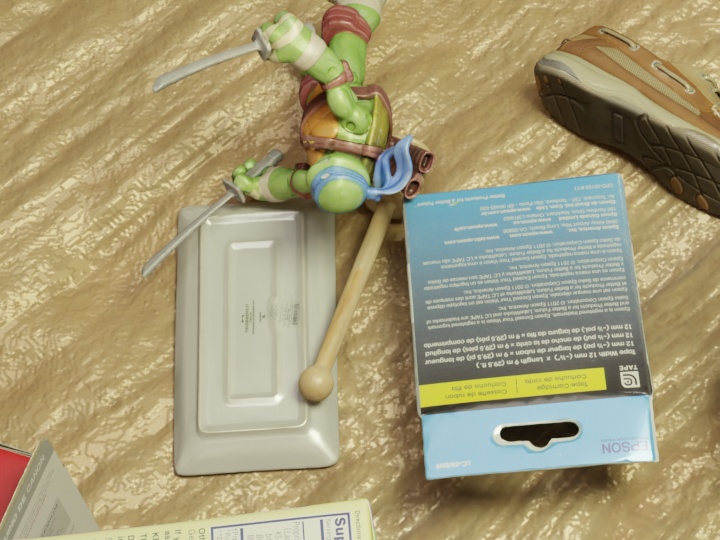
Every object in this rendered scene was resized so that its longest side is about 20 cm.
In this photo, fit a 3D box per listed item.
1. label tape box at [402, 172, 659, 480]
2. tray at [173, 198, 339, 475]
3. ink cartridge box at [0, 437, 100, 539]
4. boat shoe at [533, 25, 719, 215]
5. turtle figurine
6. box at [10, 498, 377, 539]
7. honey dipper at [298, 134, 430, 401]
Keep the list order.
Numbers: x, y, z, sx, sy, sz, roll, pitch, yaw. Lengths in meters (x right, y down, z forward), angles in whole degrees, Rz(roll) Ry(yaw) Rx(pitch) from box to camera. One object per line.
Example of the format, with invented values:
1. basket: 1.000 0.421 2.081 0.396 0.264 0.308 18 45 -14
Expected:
1. label tape box: 0.105 0.044 1.259 0.143 0.066 0.200 -6 62 4
2. tray: -0.069 0.036 1.305 0.107 0.022 0.200 -4 60 3
3. ink cartridge box: -0.232 0.202 1.138 0.084 0.176 0.200 15 62 14
4. boat shoe: 0.210 -0.104 1.328 0.200 0.076 0.072 35 67 21
5. turtle figurine: -0.054 -0.117 1.303 0.200 0.144 0.194 -8 37 16
6. box: -0.081 0.214 1.115 0.200 0.176 0.097 -6 60 3
7. honey dipper: 0.000 0.000 1.304 0.038 0.038 0.200 14 60 13
